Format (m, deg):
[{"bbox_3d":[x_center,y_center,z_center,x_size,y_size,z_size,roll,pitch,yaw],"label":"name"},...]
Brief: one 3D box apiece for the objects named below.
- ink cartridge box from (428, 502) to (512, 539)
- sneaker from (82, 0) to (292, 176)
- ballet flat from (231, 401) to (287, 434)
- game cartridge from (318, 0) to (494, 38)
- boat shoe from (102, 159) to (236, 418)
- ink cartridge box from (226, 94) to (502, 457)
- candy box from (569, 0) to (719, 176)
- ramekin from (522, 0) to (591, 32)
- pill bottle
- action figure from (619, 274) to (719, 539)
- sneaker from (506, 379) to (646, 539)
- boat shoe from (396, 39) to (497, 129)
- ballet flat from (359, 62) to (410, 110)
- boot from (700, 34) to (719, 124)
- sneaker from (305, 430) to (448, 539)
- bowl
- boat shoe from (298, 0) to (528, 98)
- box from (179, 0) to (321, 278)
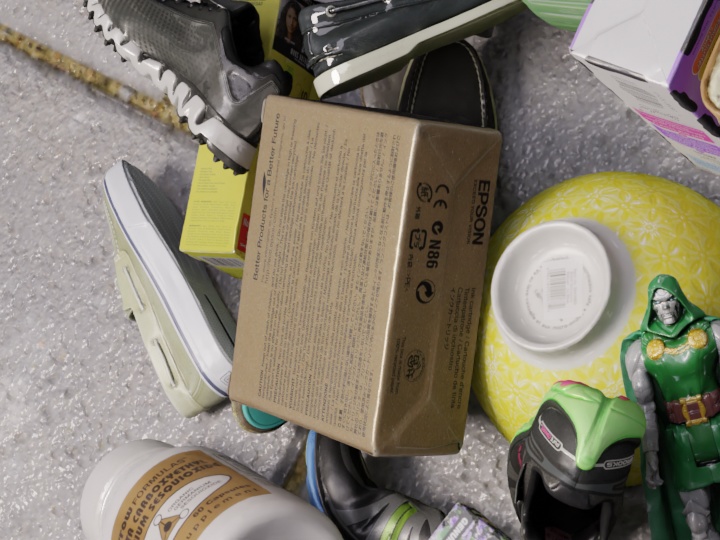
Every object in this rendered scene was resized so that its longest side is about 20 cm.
[{"bbox_3d":[0.103,0.239,1.144,0.199,0.050,0.109,38,89,17],"label":"ink cartridge box"},{"bbox_3d":[-0.113,-0.157,1.353,0.091,0.066,0.200,-47,59,7],"label":"sneaker"},{"bbox_3d":[-0.041,0.013,1.345,0.070,0.071,0.202,21,87,35],"label":"ballet flat"},{"bbox_3d":[0.012,-0.239,1.358,0.198,0.038,0.131,15,69,12],"label":"game cartridge"},{"bbox_3d":[-0.143,0.011,1.398,0.062,0.072,0.201,-36,62,13],"label":"boat shoe"},{"bbox_3d":[0.000,0.000,1.231,0.164,0.075,0.202,17,101,53],"label":"ink cartridge box"},{"bbox_3d":[0.222,-0.155,1.149,0.071,0.200,0.169,23,86,35],"label":"candy box"},{"bbox_3d":[0.167,-0.237,1.219,0.097,0.199,0.202,8,78,41],"label":"ramekin"},{"bbox_3d":[-0.101,0.175,1.265,0.199,0.114,0.115,20,84,57],"label":"pill bottle"},{"bbox_3d":[0.196,0.099,1.123,0.117,0.055,0.202,-17,93,12],"label":"action figure"},{"bbox_3d":[0.112,0.128,1.129,0.076,0.200,0.084,20,68,11],"label":"sneaker"},{"bbox_3d":[0.057,-0.060,1.288,0.071,0.066,0.203,6,79,-4],"label":"boat shoe"},{"bbox_3d":[0.016,-0.155,1.376,0.067,0.046,0.201,-18,67,-9],"label":"ballet flat"},{"bbox_3d":[0.278,-0.128,1.105,0.066,0.200,0.176,25,88,34],"label":"boot"},{"bbox_3d":[0.033,0.172,1.242,0.083,0.071,0.200,-40,63,6],"label":"sneaker"},{"bbox_3d":[0.137,0.023,1.200,0.198,0.107,0.202,-11,68,28],"label":"bowl"},{"bbox_3d":[0.049,-0.178,1.271,0.198,0.075,0.067,-26,87,-9],"label":"boat shoe"},{"bbox_3d":[-0.071,-0.099,1.389,0.050,0.075,0.202,3,75,32],"label":"box"}]
